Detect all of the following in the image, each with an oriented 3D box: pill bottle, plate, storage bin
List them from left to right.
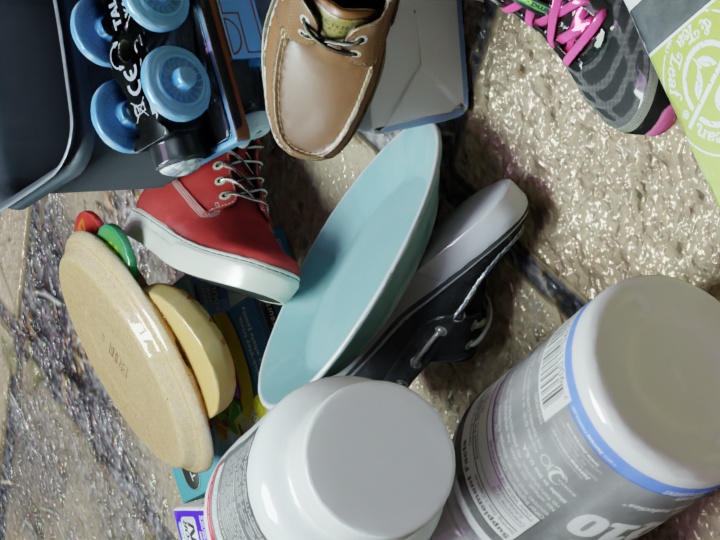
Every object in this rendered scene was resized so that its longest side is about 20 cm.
[{"bbox_3d":[-0.178,-0.137,1.194,0.145,0.134,0.201,-26,69,46],"label":"storage bin"},{"bbox_3d":[-0.016,0.121,1.018,0.200,0.110,0.111,134,118,-68],"label":"pill bottle"},{"bbox_3d":[0.000,0.000,1.113,0.200,0.026,0.200,-54,15,21],"label":"plate"},{"bbox_3d":[0.117,0.095,0.981,0.200,0.113,0.114,-48,62,53],"label":"pill bottle"}]

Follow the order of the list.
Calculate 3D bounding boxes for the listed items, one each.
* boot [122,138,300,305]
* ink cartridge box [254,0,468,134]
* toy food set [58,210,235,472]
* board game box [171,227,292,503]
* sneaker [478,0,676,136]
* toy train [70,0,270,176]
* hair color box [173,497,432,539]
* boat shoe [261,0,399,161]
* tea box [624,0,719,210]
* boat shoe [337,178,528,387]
[{"bbox_3d":[-0.081,-0.063,1.226,0.200,0.072,0.145,29,93,56],"label":"boot"},{"bbox_3d":[-0.025,-0.164,1.140,0.200,0.076,0.137,12,110,52],"label":"ink cartridge box"},{"bbox_3d":[-0.153,0.051,1.306,0.198,0.049,0.200,49,157,28],"label":"toy food set"},{"bbox_3d":[-0.096,0.075,1.353,0.200,0.047,0.152,-33,73,55],"label":"board game box"},{"bbox_3d":[0.095,-0.150,0.955,0.201,0.087,0.074,64,144,19],"label":"sneaker"},{"bbox_3d":[-0.111,-0.155,1.101,0.087,0.114,0.201,-24,80,48],"label":"toy train"},{"bbox_3d":[-0.029,0.172,1.229,0.200,0.109,0.065,-9,95,57],"label":"hair color box"},{"bbox_3d":[-0.015,-0.145,0.997,0.068,0.072,0.201,-81,3,-65],"label":"boat shoe"},{"bbox_3d":[0.227,-0.116,0.728,0.200,0.133,0.197,-42,66,53],"label":"tea box"},{"bbox_3d":[0.048,0.023,1.109,0.068,0.072,0.200,40,127,-5],"label":"boat shoe"}]
